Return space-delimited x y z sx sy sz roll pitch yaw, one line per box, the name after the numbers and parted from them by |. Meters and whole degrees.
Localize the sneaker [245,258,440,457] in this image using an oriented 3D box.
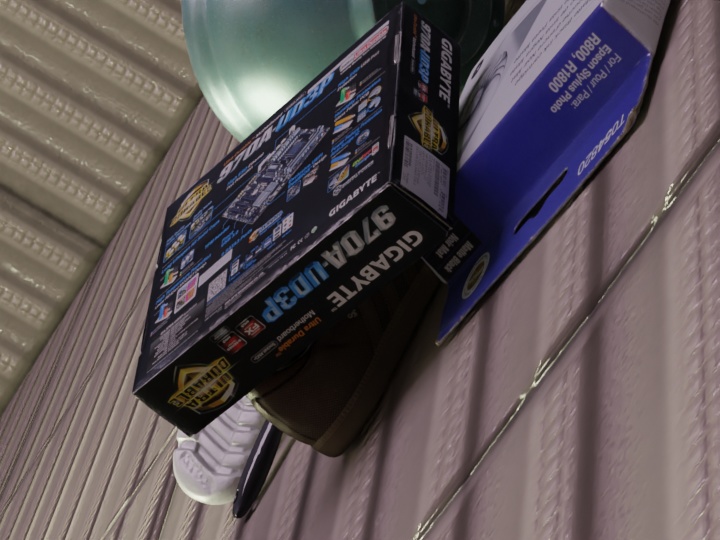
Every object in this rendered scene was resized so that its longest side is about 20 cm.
0.000 0.000 1.420 0.201 0.075 0.070 -65 10 -29 | sneaker

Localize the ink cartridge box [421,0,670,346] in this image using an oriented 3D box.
0.092 -0.090 1.316 0.200 0.040 0.201 -51 13 43 | ink cartridge box

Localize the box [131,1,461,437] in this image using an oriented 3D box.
-0.033 -0.027 1.371 0.200 0.046 0.159 -39 27 29 | box

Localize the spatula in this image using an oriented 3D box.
-0.029 0.058 1.568 0.201 0.020 0.057 -60 10 0 | spatula

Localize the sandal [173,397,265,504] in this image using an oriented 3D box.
-0.056 0.051 1.637 0.204 0.082 0.050 -62 -34 -4 | sandal

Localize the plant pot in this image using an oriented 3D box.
0.006 -0.166 1.652 0.134 0.200 0.201 -1 55 47 | plant pot
